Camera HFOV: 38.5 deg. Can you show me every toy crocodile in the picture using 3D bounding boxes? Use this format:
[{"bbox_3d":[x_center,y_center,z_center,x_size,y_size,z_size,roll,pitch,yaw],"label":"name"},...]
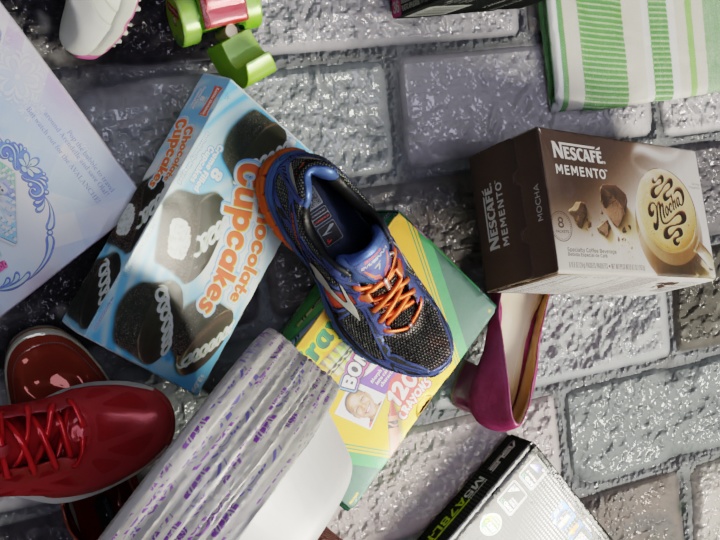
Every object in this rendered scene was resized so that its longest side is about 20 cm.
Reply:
[{"bbox_3d":[-0.112,-0.230,0.742,0.067,0.062,0.203,-18,100,-21],"label":"toy crocodile"}]

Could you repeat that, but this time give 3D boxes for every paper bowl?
[{"bbox_3d":[-0.082,0.145,0.650,0.104,0.201,0.201,40,78,-1],"label":"paper bowl"}]

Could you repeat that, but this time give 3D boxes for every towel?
[{"bbox_3d":[0.244,-0.225,0.917,0.197,0.023,0.155,-12,99,-23],"label":"towel"}]

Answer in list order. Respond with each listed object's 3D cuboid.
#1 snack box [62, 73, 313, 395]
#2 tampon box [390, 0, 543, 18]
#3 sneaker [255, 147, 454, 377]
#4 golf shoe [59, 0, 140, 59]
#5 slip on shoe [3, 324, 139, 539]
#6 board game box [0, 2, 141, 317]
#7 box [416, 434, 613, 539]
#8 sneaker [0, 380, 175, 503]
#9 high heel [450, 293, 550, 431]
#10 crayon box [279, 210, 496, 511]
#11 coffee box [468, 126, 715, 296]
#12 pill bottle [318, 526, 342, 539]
[{"bbox_3d":[-0.115,-0.024,0.744,0.116,0.037,0.202,37,78,-47],"label":"snack box"},{"bbox_3d":[0.096,-0.307,0.778,0.124,0.149,0.204,-10,97,-22],"label":"tampon box"},{"bbox_3d":[0.000,0.000,0.734,0.075,0.078,0.201,-44,104,-13],"label":"sneaker"},{"bbox_3d":[-0.174,-0.221,0.659,0.090,0.201,0.076,2,52,-32],"label":"golf shoe"},{"bbox_3d":[-0.194,0.134,0.731,0.073,0.061,0.203,-21,100,-19],"label":"slip on shoe"},{"bbox_3d":[-0.281,-0.066,0.690,0.198,0.043,0.201,-39,107,-15],"label":"board game box"},{"bbox_3d":[0.132,0.280,0.888,0.193,0.047,0.201,-45,108,-17],"label":"box"},{"bbox_3d":[-0.213,0.115,0.642,0.197,0.116,0.080,-14,85,-11],"label":"sneaker"},{"bbox_3d":[0.137,0.033,0.846,0.067,0.096,0.202,30,82,-21],"label":"high heel"},{"bbox_3d":[0.001,0.067,0.811,0.119,0.058,0.201,42,78,-19],"label":"crayon box"},{"bbox_3d":[0.191,-0.042,0.839,0.198,0.079,0.115,3,77,-37],"label":"coffee box"},{"bbox_3d":[-0.037,0.244,0.730,0.110,0.199,0.114,-1,94,-23],"label":"pill bottle"}]
